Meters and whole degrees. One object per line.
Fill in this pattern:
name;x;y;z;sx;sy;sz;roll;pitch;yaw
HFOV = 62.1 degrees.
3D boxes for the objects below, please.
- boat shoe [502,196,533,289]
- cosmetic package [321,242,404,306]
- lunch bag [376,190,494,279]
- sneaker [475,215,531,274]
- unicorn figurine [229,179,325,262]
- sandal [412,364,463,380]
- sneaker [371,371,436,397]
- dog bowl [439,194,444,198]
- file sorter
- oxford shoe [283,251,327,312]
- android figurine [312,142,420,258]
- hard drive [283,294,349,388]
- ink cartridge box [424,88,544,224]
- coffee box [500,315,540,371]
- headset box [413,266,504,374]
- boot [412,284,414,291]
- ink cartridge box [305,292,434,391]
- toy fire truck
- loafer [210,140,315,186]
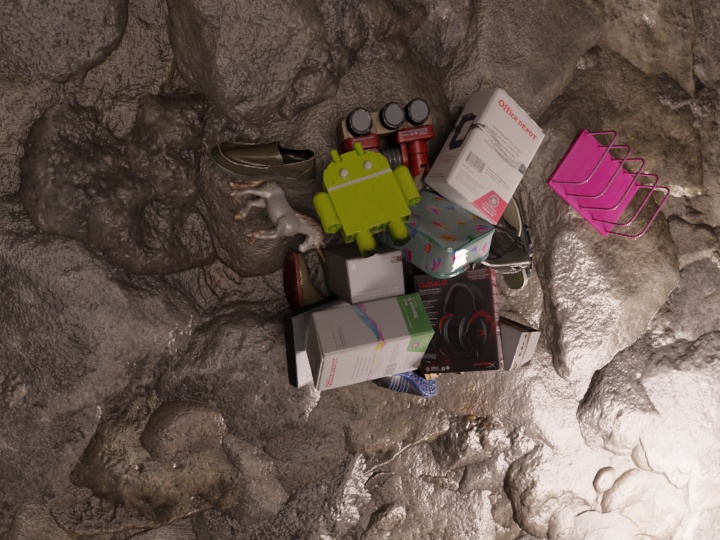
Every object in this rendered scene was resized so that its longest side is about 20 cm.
boat shoe;0.328;-0.066;1.260;0.065;0.074;0.204;-20;99;-41
cosmetic package;0.000;0.000;1.099;0.104;0.200;0.092;-9;103;-14
lunch bag;0.138;-0.069;1.086;0.159;0.199;0.078;-21;134;-38
sneaker;0.235;-0.051;1.178;0.195;0.076;0.116;-5;65;-20
unicorn figurine;-0.148;-0.093;1.079;0.135;0.074;0.203;-22;85;-27
sandal;0.120;0.187;1.186;0.197;0.080;0.055;17;84;-33
sneaker;0.077;0.215;1.239;0.199;0.077;0.071;34;49;-37
dog bowl;0.221;-0.185;1.211;0.109;0.050;0.204;14;97;-19
file sorter;0.530;-0.181;1.265;0.199;0.125;0.140;36;89;-20
oxford shoe;-0.100;0.055;1.157;0.074;0.070;0.204;-18;112;-26
android figurine;0.008;-0.126;1.017;0.178;0.041;0.203;-17;72;-12
hard drive;-0.055;0.122;1.145;0.198;0.033;0.143;-20;116;-40
ink cartridge box;0.235;-0.214;1.127;0.144;0.084;0.203;33;84;-27
coffee box;0.283;0.141;1.204;0.199;0.111;0.081;10;99;-62
headset box;0.180;0.083;1.101;0.145;0.075;0.205;-6;82;20
boot;0.216;0.086;1.255;0.183;0.064;0.203;-23;105;-2
ink cartridge box;0.010;0.125;1.035;0.196;0.146;0.089;-12;59;-16
toy fire truck;0.054;-0.201;1.133;0.172;0.128;0.205;-12;94;-14
loafer;-0.167;-0.205;1.068;0.196;0.076;0.070;3;139;-26
